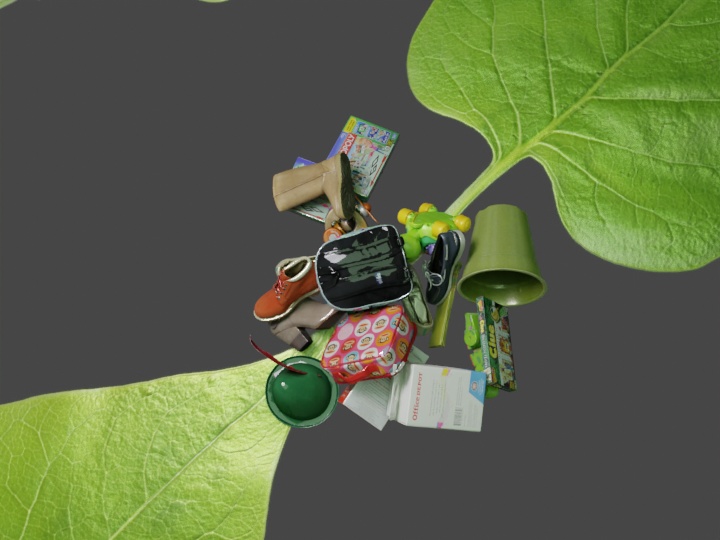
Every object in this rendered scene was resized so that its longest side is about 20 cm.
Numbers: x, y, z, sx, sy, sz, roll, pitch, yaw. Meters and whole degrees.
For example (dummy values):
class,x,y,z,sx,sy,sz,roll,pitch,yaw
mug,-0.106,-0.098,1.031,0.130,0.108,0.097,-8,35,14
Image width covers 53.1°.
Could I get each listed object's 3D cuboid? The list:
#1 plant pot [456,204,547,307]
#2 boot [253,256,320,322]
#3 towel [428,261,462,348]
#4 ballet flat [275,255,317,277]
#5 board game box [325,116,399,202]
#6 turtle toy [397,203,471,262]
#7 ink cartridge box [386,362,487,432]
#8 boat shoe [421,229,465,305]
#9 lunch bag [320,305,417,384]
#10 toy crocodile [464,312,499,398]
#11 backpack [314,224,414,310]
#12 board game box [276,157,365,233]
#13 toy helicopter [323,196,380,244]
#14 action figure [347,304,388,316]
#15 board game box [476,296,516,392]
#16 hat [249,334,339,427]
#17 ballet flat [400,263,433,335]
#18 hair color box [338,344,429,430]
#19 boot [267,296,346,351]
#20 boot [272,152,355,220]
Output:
class,x,y,z,sx,sy,sz,roll,pitch,yaw
plant pot,0.324,-0.041,1.652,0.199,0.200,0.191,4,63,5
boot,-0.172,0.039,1.631,0.200,0.107,0.075,-34,58,7
towel,0.196,0.081,1.668,0.018,0.086,0.201,16,77,-9
ballet flat,-0.104,-0.007,1.712,0.199,0.069,0.070,-7,75,2
board game box,-0.004,-0.276,1.773,0.134,0.029,0.201,22,67,8
turtle toy,0.153,-0.082,1.674,0.199,0.102,0.145,-18,32,-40
ink cartridge box,0.151,0.268,1.559,0.199,0.125,0.129,10,85,-17
boat shoe,0.176,-0.003,1.620,0.062,0.201,0.075,-5,44,-27
lunch bag,0.013,0.169,1.543,0.199,0.082,0.177,-15,36,37
toy crocodile,0.276,0.193,1.649,0.067,0.062,0.201,-1,70,-40
backpack,0.000,0.000,1.573,0.199,0.151,0.178,-16,88,-7
board game box,-0.089,-0.185,1.783,0.199,0.029,0.135,21,79,9
toy helicopter,0.014,-0.096,1.705,0.199,0.079,0.133,22,97,-3
action figure,0.013,0.131,1.685,0.118,0.055,0.201,5,80,2
board game box,0.305,0.165,1.617,0.023,0.105,0.201,-24,58,40
hat,-0.154,0.257,1.597,0.199,0.176,0.166,12,77,7
ballet flat,0.121,0.054,1.688,0.069,0.069,0.201,-21,75,-2
hair color box,0.052,0.245,1.631,0.111,0.064,0.200,37,81,-9
boot,-0.130,0.086,1.685,0.200,0.070,0.146,-41,68,2
boot,-0.111,-0.175,1.695,0.199,0.066,0.176,-16,63,28
